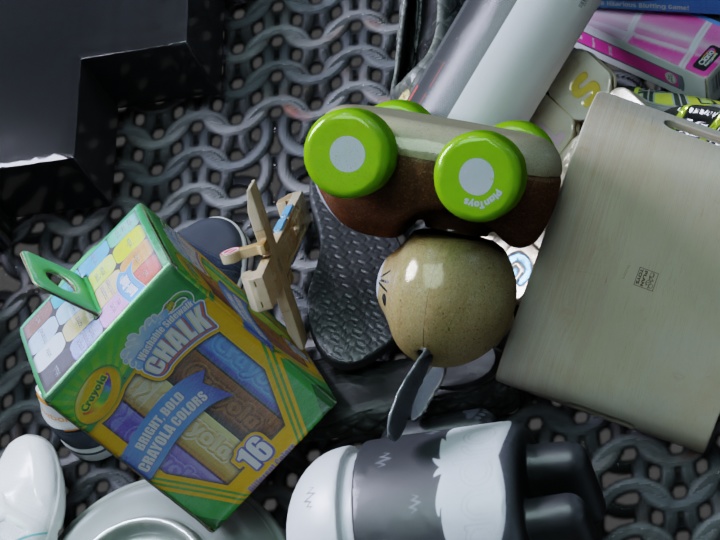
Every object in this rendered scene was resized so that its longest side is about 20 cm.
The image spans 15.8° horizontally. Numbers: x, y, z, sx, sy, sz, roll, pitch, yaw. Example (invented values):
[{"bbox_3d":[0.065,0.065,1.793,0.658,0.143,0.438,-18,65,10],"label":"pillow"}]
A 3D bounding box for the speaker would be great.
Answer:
[{"bbox_3d":[0.086,-0.130,1.732,0.081,0.081,0.201,37,100,32],"label":"speaker"}]

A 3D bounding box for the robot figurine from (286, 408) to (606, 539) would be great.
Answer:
[{"bbox_3d":[0.053,0.163,1.632,0.199,0.150,0.126,-9,96,15],"label":"robot figurine"}]

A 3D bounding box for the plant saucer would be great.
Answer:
[{"bbox_3d":[-0.140,0.221,1.714,0.199,0.050,0.201,-9,60,16],"label":"plant saucer"}]

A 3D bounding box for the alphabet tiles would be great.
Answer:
[{"bbox_3d":[0.115,-0.048,1.742,0.200,0.015,0.196,-52,51,14],"label":"alphabet tiles"}]

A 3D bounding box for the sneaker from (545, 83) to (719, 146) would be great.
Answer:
[{"bbox_3d":[0.203,-0.085,1.749,0.200,0.076,0.076,21,104,45],"label":"sneaker"}]

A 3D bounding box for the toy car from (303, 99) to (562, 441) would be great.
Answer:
[{"bbox_3d":[0.037,0.002,1.626,0.157,0.164,0.201,10,98,12],"label":"toy car"}]

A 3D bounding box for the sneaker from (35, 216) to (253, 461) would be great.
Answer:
[{"bbox_3d":[-0.150,0.035,1.805,0.078,0.079,0.200,25,72,31],"label":"sneaker"}]

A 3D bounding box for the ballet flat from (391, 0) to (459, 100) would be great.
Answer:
[{"bbox_3d":[0.040,-0.174,1.844,0.066,0.057,0.201,-32,41,43],"label":"ballet flat"}]

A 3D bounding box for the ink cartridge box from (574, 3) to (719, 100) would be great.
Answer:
[{"bbox_3d":[0.189,-0.188,1.815,0.199,0.037,0.095,27,60,32],"label":"ink cartridge box"}]

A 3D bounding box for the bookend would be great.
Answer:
[{"bbox_3d":[-0.188,-0.134,1.904,0.199,0.092,0.200,-8,62,15],"label":"bookend"}]

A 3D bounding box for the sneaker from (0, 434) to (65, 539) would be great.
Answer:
[{"bbox_3d":[-0.260,0.195,1.746,0.070,0.080,0.201,-13,51,49],"label":"sneaker"}]

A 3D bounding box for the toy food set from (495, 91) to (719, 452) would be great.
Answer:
[{"bbox_3d":[0.185,0.003,1.652,0.143,0.060,0.201,20,100,7],"label":"toy food set"}]

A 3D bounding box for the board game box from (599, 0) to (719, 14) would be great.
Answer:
[{"bbox_3d":[0.206,-0.246,1.809,0.199,0.045,0.153,4,49,14],"label":"board game box"}]

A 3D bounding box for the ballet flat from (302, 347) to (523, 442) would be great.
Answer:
[{"bbox_3d":[0.013,0.091,1.734,0.199,0.057,0.067,-9,46,24],"label":"ballet flat"}]

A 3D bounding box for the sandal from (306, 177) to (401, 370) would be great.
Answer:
[{"bbox_3d":[0.000,0.000,1.785,0.075,0.045,0.201,-5,42,1],"label":"sandal"}]

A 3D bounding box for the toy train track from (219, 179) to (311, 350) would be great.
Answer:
[{"bbox_3d":[-0.063,-0.013,1.752,0.032,0.115,0.200,-15,15,11],"label":"toy train track"}]

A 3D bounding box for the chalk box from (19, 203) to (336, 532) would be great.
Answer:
[{"bbox_3d":[-0.136,0.048,1.687,0.124,0.200,0.124,-45,26,6],"label":"chalk box"}]
